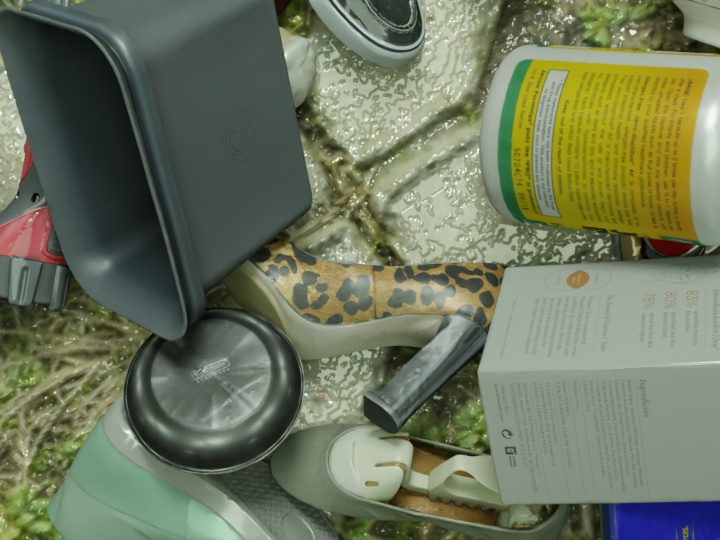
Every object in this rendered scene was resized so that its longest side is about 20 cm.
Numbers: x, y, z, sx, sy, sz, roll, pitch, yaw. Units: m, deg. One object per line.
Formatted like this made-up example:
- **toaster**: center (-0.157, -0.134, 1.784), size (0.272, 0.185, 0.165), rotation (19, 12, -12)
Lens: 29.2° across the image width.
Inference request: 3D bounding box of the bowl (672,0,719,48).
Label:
- **bowl**: center (0.251, -0.175, 0.835), size (0.199, 0.201, 0.095), rotation (18, 104, 1)

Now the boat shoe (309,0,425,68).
- **boat shoe**: center (-0.006, -0.230, 0.886), size (0.073, 0.068, 0.201), rotation (-20, 85, -32)

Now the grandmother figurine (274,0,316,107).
- **grandmother figurine**: center (-0.089, -0.197, 0.904), size (0.121, 0.061, 0.201), rotation (-30, 93, -5)

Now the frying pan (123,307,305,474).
- **frying pan**: center (-0.091, 0.037, 0.874), size (0.114, 0.031, 0.192), rotation (-1, 60, 0)

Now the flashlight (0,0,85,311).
- **flashlight**: center (-0.210, -0.077, 0.907), size (0.067, 0.068, 0.202), rotation (9, 87, -14)

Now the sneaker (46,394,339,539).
- **sneaker**: center (-0.109, 0.176, 0.912), size (0.200, 0.074, 0.118), rotation (36, 114, -13)

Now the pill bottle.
- **pill bottle**: center (0.182, -0.075, 0.834), size (0.198, 0.112, 0.114), rotation (8, 91, 29)

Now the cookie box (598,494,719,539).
- **cookie box**: center (0.253, 0.185, 0.865), size (0.198, 0.075, 0.173), rotation (-6, 113, 2)

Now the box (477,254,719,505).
- **box**: center (0.181, 0.063, 0.824), size (0.198, 0.125, 0.098), rotation (-4, 118, 17)

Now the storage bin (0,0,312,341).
- **storage bin**: center (-0.118, -0.086, 0.839), size (0.134, 0.145, 0.202), rotation (-34, 129, -34)

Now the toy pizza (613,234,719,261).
- **toy pizza**: center (0.258, -0.032, 0.878), size (0.198, 0.032, 0.203), rotation (0, 91, 22)

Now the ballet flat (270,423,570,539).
- **ballet flat**: center (0.041, 0.131, 0.897), size (0.198, 0.064, 0.068), rotation (14, 56, -1)

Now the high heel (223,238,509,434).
- **high heel**: center (0.000, 0.000, 0.917), size (0.200, 0.072, 0.142), rotation (41, 63, 17)
